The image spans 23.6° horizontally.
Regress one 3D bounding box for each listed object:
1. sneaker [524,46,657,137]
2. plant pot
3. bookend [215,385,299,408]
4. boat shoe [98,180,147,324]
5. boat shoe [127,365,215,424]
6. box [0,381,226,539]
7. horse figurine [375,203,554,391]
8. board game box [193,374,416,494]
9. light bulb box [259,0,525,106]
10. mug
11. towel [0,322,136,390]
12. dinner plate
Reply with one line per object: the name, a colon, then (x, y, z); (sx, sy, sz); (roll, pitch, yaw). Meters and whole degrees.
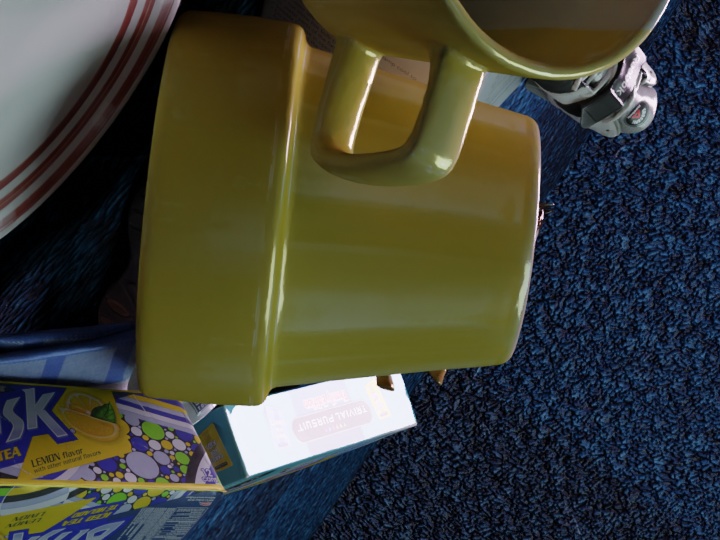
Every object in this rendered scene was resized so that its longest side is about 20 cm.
sneaker: (0.151, -0.128, 1.083); (0.074, 0.088, 0.200); (-53, 170, 6)
plant pot: (-0.010, -0.024, 0.890); (0.201, 0.188, 0.202); (-173, -90, -88)
bookend: (-0.021, 0.006, 1.184); (0.200, 0.092, 0.199); (-38, -174, -24)
boat shoe: (-0.108, 0.002, 1.080); (0.073, 0.074, 0.200); (-45, 169, -39)
boat shoe: (-0.182, 0.081, 1.021); (0.202, 0.086, 0.075); (-25, -168, 31)
box: (-0.170, 0.101, 0.860); (0.200, 0.070, 0.064); (9, 129, -45)
horse figurine: (0.000, 0.000, 1.004); (0.050, 0.199, 0.133); (53, 50, -55)
board game box: (-0.078, 0.117, 1.116); (0.151, 0.047, 0.200); (-24, 172, 31)
light bulb box: (0.040, -0.165, 1.043); (0.198, 0.125, 0.200); (-47, 169, -33)
mug: (0.029, -0.147, 0.771); (0.187, 0.150, 0.153); (-42, -155, -26)
towel: (-0.200, 0.102, 0.924); (0.146, 0.024, 0.200); (-6, 142, -29)
dinner plate: (-0.143, -0.084, 0.749); (0.200, 0.024, 0.200); (-51, 170, -13)
